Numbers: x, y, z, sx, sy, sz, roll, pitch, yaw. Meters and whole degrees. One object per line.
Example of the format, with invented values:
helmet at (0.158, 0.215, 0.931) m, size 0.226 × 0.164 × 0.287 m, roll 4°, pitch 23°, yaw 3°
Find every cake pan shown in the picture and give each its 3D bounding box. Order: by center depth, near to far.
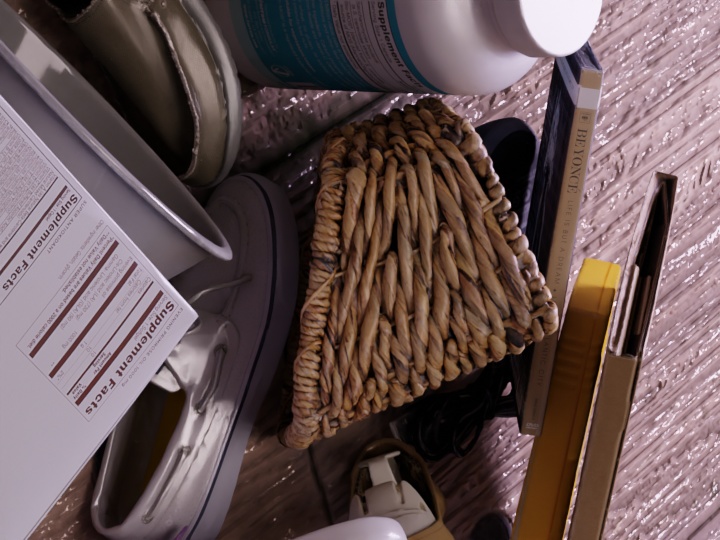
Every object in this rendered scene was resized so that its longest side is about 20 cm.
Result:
cake pan at (-0.139, -0.066, 1.145) m, size 0.037 × 0.200 × 0.200 m, roll -44°, pitch 132°, yaw 3°

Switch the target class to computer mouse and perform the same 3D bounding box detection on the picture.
computer mouse at (0.062, 0.003, 1.480) m, size 0.138 × 0.053 × 0.200 m, roll -24°, pitch 124°, yaw -47°

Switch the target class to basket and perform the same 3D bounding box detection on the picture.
basket at (0.000, 0.000, 1.307) m, size 0.149 × 0.200 × 0.143 m, roll -24°, pitch 89°, yaw -4°

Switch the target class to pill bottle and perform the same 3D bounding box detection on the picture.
pill bottle at (0.024, -0.146, 1.300) m, size 0.111 × 0.200 × 0.111 m, roll -7°, pitch 99°, yaw -49°

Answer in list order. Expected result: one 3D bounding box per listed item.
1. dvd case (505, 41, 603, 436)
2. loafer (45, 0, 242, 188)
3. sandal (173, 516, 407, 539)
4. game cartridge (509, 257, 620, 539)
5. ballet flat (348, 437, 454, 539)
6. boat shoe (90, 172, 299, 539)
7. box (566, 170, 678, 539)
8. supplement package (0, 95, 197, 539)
dvd case at (0.105, -0.026, 1.392) m, size 0.149 × 0.016 × 0.200 m, roll -88°, pitch -174°, yaw -76°
loafer at (-0.121, -0.127, 1.242) m, size 0.070 × 0.075 × 0.200 m, roll -32°, pitch 108°, yaw -36°
sandal at (-0.077, 0.154, 1.274) m, size 0.082 × 0.202 × 0.050 m, roll 89°, pitch -14°, yaw -62°
game cartridge at (0.116, 0.102, 1.466) m, size 0.176 × 0.032 × 0.200 m, roll -52°, pitch 156°, yaw -76°
ballet flat at (0.014, 0.136, 1.369) m, size 0.200 × 0.069 × 0.063 m, roll -103°, pitch 176°, yaw -81°
boat shoe at (-0.097, 0.043, 1.289) m, size 0.086 × 0.075 × 0.202 m, roll 16°, pitch 91°, yaw -45°
box at (0.139, 0.071, 1.391) m, size 0.164 × 0.021 × 0.200 m, roll -71°, pitch 170°, yaw -51°
supplement package at (-0.216, -0.006, 1.035) m, size 0.147 × 0.191 × 0.200 m, roll -53°, pitch 131°, yaw -17°
